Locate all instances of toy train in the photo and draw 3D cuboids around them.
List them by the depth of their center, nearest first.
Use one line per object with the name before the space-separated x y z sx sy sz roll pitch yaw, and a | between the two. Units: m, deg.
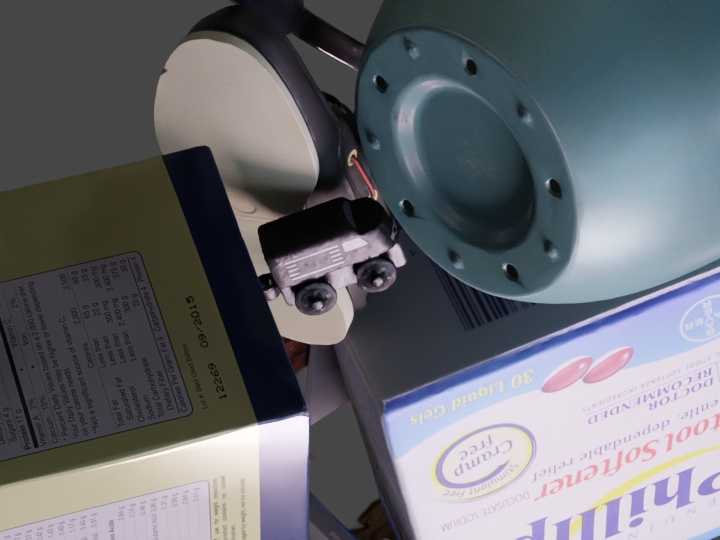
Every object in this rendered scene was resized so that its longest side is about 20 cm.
toy train | -0.078 0.015 1.180 0.200 0.034 0.046 -21 132 2

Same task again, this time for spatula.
spatula | -0.017 -0.100 1.209 0.200 0.021 0.057 27 87 -59

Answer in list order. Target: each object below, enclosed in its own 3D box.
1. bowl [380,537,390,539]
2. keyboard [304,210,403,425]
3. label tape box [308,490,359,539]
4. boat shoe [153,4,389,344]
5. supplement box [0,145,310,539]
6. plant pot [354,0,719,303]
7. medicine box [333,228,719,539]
bowl | 0.036 0.210 1.571 0.200 0.108 0.200 -55 171 -13
keyboard | 0.000 0.000 1.382 0.056 0.011 0.200 -26 146 -26
label tape box | -0.076 0.195 1.374 0.200 0.144 0.063 -46 153 -4
boat shoe | -0.035 -0.049 1.212 0.063 0.074 0.202 -64 154 -27
supplement box | -0.133 0.084 1.092 0.199 0.134 0.200 -13 142 -12
plant pot | 0.095 -0.080 1.193 0.161 0.200 0.201 -33 149 -35
medicine box | 0.092 0.059 1.368 0.182 0.103 0.200 -22 138 -5
